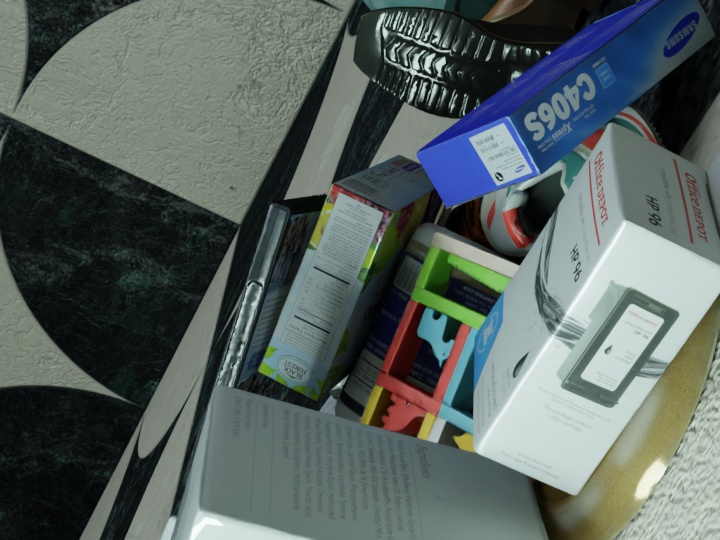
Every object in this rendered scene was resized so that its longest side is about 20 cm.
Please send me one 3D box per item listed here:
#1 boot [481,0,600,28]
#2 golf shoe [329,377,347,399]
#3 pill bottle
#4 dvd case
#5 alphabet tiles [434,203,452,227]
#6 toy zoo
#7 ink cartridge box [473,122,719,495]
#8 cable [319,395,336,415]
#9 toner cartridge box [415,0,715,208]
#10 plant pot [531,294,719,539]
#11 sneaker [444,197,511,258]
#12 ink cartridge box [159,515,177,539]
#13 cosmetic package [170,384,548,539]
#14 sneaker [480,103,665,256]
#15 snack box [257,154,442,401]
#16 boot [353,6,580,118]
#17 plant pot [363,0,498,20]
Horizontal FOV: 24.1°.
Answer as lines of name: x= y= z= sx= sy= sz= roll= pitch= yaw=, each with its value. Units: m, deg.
boot: x=0.171 y=-0.267 z=1.490 sx=0.200 sy=0.073 sz=0.156 roll=-34 pitch=32 yaw=49
golf shoe: x=0.004 y=0.073 z=1.411 sx=0.072 sy=0.093 sz=0.200 roll=-23 pitch=-15 yaw=22
pill bottle: x=0.050 y=0.079 z=1.175 sx=0.201 sy=0.115 sz=0.116 roll=-65 pitch=10 yaw=5
dvd case: x=-0.066 y=0.046 z=1.166 sx=0.143 sy=0.017 sz=0.202 roll=-17 pitch=-54 yaw=-76
alphabet tiles: x=0.064 y=-0.042 z=1.344 sx=0.200 sy=0.006 sz=0.168 roll=-55 pitch=-12 yaw=-88
toy zoo: x=0.057 y=0.087 z=1.068 sx=0.131 sy=0.020 sz=0.202 roll=25 pitch=94 yaw=49
ink cartridge box: x=0.134 y=0.004 z=0.900 sx=0.201 sy=0.067 sz=0.116 roll=-60 pitch=12 yaw=28
cable: x=-0.026 y=0.197 z=1.432 sx=0.202 sy=0.069 sz=0.200 roll=-67 pitch=9 yaw=-11
toner cartridge box: x=0.133 y=-0.114 z=1.079 sx=0.200 sy=0.043 sz=0.095 roll=-38 pitch=13 yaw=-35
plant pot: x=0.144 y=0.068 z=0.973 sx=0.201 sy=0.027 sz=0.200 roll=-61 pitch=11 yaw=21
sneaker: x=0.102 y=-0.014 z=1.280 sx=0.200 sy=0.077 sz=0.113 roll=111 pitch=175 yaw=-65
ink cartridge box: x=-0.094 y=0.293 z=1.270 sx=0.199 sy=0.084 sz=0.147 roll=23 pitch=88 yaw=50
cosmetic package: x=-0.011 y=0.190 z=0.933 sx=0.165 sy=0.198 sz=0.166 roll=-94 pitch=20 yaw=-71
sneaker: x=0.117 y=-0.046 z=1.125 sx=0.093 sy=0.071 sz=0.199 roll=-32 pitch=2 yaw=-29
snack box: x=0.000 y=0.000 z=1.207 sx=0.143 sy=0.053 sz=0.200 roll=-67 pitch=-10 yaw=15
boot: x=0.095 y=-0.167 z=1.310 sx=0.139 sy=0.198 sz=0.078 roll=-81 pitch=7 yaw=-70
plant pot: x=0.104 y=-0.284 z=1.602 sx=0.201 sy=0.199 sz=0.135 roll=-60 pitch=39 yaw=27
